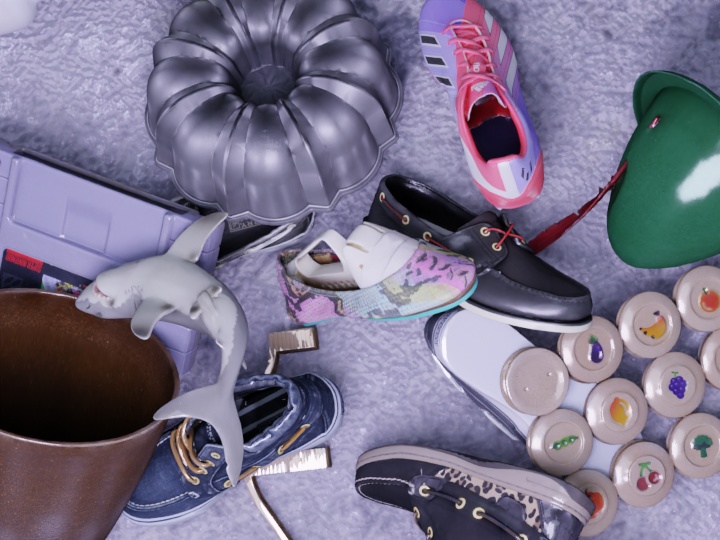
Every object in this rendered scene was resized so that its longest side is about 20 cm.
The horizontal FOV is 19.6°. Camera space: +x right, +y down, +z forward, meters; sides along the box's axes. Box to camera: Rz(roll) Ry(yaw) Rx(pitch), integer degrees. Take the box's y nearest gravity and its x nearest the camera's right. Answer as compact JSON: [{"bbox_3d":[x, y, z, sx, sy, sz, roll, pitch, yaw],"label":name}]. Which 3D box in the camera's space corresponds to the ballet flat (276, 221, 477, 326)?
[{"bbox_3d":[0.000,0.000,1.522,0.069,0.200,0.071,-45,112,-31],"label":"ballet flat"}]

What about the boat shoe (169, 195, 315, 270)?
[{"bbox_3d":[-0.133,-0.027,1.590,0.200,0.064,0.071,-20,84,2],"label":"boat shoe"}]

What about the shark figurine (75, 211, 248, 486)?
[{"bbox_3d":[-0.104,0.048,1.474,0.128,0.090,0.214,-39,41,-4],"label":"shark figurine"}]

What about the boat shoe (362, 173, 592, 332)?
[{"bbox_3d":[0.087,-0.011,1.537,0.201,0.074,0.063,27,114,31],"label":"boat shoe"}]

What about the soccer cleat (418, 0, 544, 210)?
[{"bbox_3d":[0.089,-0.138,1.555,0.067,0.077,0.200,-18,62,3],"label":"soccer cleat"}]

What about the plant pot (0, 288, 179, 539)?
[{"bbox_3d":[-0.242,0.147,1.523,0.186,0.187,0.200,19,121,5],"label":"plant pot"}]

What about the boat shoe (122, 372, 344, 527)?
[{"bbox_3d":[-0.114,0.128,1.544,0.200,0.091,0.071,-29,72,17],"label":"boat shoe"}]

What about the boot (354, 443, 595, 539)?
[{"bbox_3d":[0.061,0.211,1.506,0.200,0.073,0.151,8,67,33],"label":"boot"}]

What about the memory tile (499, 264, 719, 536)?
[{"bbox_3d":[0.211,0.095,1.543,0.200,0.017,0.154,-24,97,-14],"label":"memory tile"}]

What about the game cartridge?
[{"bbox_3d":[-0.207,-0.009,1.566,0.200,0.038,0.130,20,109,15],"label":"game cartridge"}]

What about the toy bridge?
[{"bbox_3d":[-0.056,0.147,1.590,0.067,0.027,0.201,-6,85,6],"label":"toy bridge"}]

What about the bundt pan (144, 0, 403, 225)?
[{"bbox_3d":[-0.069,-0.140,1.559,0.201,0.076,0.202,-2,65,5],"label":"bundt pan"}]

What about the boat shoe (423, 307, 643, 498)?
[{"bbox_3d":[0.128,0.098,1.563,0.200,0.068,0.072,36,82,-14],"label":"boat shoe"}]

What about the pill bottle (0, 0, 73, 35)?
[{"bbox_3d":[-0.303,-0.231,1.592,0.199,0.114,0.115,-14,85,2],"label":"pill bottle"}]

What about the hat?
[{"bbox_3d":[0.191,-0.024,1.508,0.176,0.200,0.166,-37,73,-13],"label":"hat"}]
